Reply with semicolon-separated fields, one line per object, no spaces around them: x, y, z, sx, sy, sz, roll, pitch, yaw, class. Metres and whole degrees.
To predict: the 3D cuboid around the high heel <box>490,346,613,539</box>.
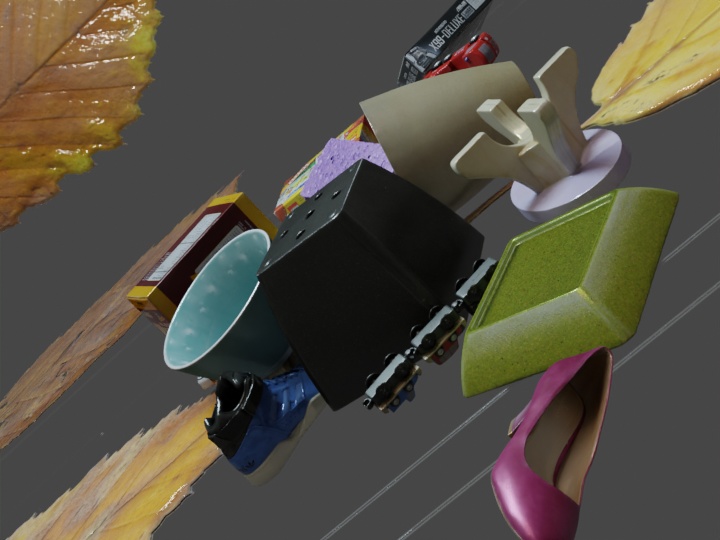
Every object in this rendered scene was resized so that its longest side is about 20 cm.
0.148;0.124;0.763;0.096;0.067;0.200;-49;1;20;high heel

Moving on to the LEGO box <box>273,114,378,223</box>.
-0.047;-0.161;1.880;0.199;0.077;0.149;-39;17;19;LEGO box

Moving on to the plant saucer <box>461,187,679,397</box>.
0.180;0.008;0.992;0.199;0.048;0.201;-27;24;45;plant saucer

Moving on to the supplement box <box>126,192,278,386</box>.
-0.186;0.033;1.536;0.200;0.197;0.133;-49;18;-17;supplement box

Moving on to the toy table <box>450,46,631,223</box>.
0.200;-0.140;1.182;0.184;0.117;0.200;-49;16;-15;toy table

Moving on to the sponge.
-0.008;-0.150;1.706;0.199;0.030;0.112;14;73;51;sponge

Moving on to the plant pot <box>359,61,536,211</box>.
0.127;-0.179;1.382;0.199;0.188;0.188;-28;18;5;plant pot

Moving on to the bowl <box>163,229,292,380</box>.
-0.141;0.061;1.332;0.200;0.105;0.202;-40;28;26;bowl

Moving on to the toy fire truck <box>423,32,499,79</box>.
0.142;-0.317;1.856;0.199;0.049;0.142;-29;23;41;toy fire truck

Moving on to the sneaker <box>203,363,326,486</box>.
-0.102;0.136;1.243;0.076;0.111;0.201;-21;28;53;sneaker

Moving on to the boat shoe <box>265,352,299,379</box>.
-0.094;0.088;1.417;0.065;0.072;0.201;-35;24;24;boat shoe

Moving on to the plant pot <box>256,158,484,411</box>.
0.000;0.000;1.215;0.199;0.177;0.201;-35;20;30;plant pot

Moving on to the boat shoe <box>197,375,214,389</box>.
-0.201;0.091;1.658;0.073;0.068;0.200;-20;30;54;boat shoe

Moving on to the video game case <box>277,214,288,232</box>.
-0.020;-0.076;1.505;0.180;0.023;0.200;-11;9;1;video game case

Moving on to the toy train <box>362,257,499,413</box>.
0.077;0.069;1.091;0.200;0.046;0.034;-46;32;-7;toy train

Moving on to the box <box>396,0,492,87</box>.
0.156;-0.424;1.995;0.200;0.050;0.158;-47;-3;-8;box
